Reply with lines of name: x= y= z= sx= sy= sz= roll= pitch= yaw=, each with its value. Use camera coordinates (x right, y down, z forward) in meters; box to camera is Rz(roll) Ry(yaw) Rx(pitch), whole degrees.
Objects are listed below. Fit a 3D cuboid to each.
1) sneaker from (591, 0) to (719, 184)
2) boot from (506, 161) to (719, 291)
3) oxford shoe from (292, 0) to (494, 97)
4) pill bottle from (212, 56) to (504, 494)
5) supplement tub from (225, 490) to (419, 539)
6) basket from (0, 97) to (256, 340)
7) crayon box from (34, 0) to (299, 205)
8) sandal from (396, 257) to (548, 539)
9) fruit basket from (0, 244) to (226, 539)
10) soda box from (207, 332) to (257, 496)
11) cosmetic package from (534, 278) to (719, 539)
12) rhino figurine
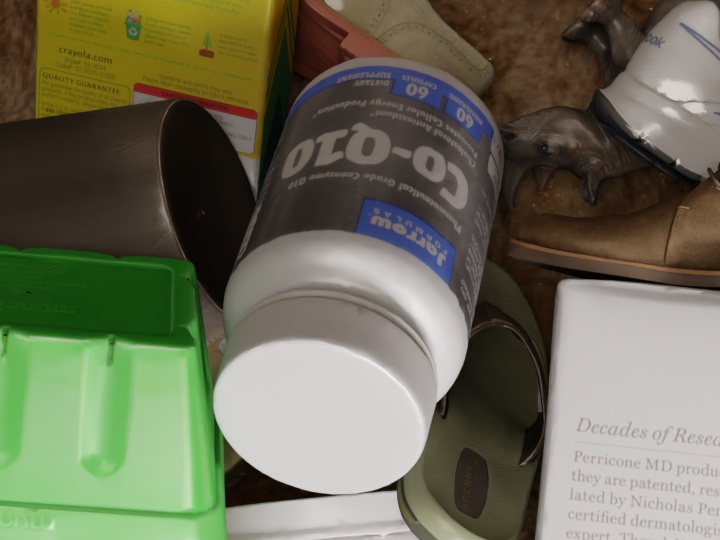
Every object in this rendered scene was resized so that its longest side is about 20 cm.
sneaker: x=0.213 y=-0.057 z=0.940 sx=0.200 sy=0.075 sz=0.087 roll=32 pitch=93 yaw=-13
boot: x=0.168 y=-0.023 z=0.889 sx=0.199 sy=0.074 sz=0.076 roll=2 pitch=91 yaw=12
oxford shoe: x=-0.014 y=-0.144 z=1.025 sx=0.074 sy=0.071 sz=0.200 roll=-34 pitch=72 yaw=-28
pill bottle: x=0.000 y=0.000 z=0.898 sx=0.113 sy=0.114 sz=0.200 roll=5 pitch=41 yaw=9
supplement tub: x=-0.005 y=0.210 z=0.929 sx=0.145 sy=0.145 sz=0.201 roll=-6 pitch=82 yaw=8
basket: x=-0.160 y=-0.005 z=0.962 sx=0.199 sy=0.136 sz=0.181 roll=-17 pitch=97 yaw=19
crayon box: x=-0.098 y=-0.127 z=0.981 sx=0.127 sy=0.051 sz=0.200 roll=14 pitch=122 yaw=10
sandal: x=0.063 y=0.059 z=0.933 sx=0.080 sy=0.201 sz=0.057 roll=22 pitch=126 yaw=-13
fruit basket: x=-0.162 y=0.092 z=0.874 sx=0.215 sy=0.156 sz=0.216 roll=-2 pitch=114 yaw=-4
soda box: x=-0.122 y=0.113 z=1.001 sx=0.200 sy=0.064 sz=0.068 roll=-40 pitch=79 yaw=2
cosmetic package: x=0.168 y=0.118 z=0.903 sx=0.166 sy=0.167 sz=0.201 roll=5 pitch=83 yaw=9
rhino figurine: x=0.146 y=-0.103 z=0.987 sx=0.087 sy=0.060 sz=0.200 roll=44 pitch=95 yaw=0
